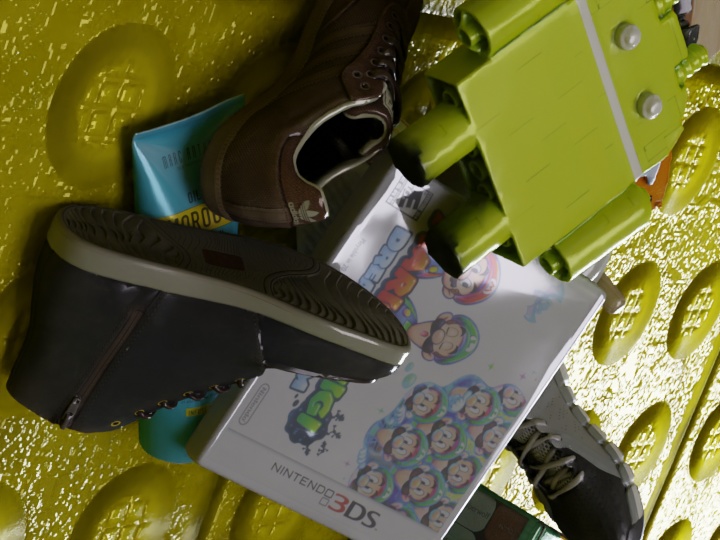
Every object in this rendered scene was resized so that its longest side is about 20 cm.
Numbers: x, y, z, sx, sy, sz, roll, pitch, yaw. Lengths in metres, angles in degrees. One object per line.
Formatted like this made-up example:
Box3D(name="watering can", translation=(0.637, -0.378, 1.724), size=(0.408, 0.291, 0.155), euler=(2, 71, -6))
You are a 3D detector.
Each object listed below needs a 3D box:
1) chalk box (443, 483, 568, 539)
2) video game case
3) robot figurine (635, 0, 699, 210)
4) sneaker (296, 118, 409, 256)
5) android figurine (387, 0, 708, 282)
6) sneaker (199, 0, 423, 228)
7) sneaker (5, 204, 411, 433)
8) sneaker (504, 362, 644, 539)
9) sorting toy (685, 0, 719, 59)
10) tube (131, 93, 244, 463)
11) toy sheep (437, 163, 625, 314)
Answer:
Box3D(name="chalk box", translation=(0.069, 0.210, 1.452), size=(0.124, 0.124, 0.200), euler=(-59, 148, -3))
Box3D(name="video game case", translation=(0.024, 0.056, 1.181), size=(0.182, 0.024, 0.201), euler=(30, 96, -36))
Box3D(name="robot figurine", translation=(0.162, -0.141, 1.309), size=(0.058, 0.145, 0.201), euler=(-12, 131, -12))
Box3D(name="sneaker", translation=(0.000, 0.000, 1.226), size=(0.079, 0.078, 0.201), euler=(-43, 153, -45))
Box3D(name="android figurine", translation=(0.109, -0.086, 1.135), size=(0.200, 0.041, 0.183), euler=(-34, 123, -20))
Box3D(name="sneaker", translation=(-0.004, -0.092, 1.125), size=(0.200, 0.075, 0.071), euler=(-55, 145, -31))
Box3D(name="sneaker", translation=(-0.080, 0.041, 1.090), size=(0.199, 0.075, 0.107), euler=(17, 114, -15))
Box3D(name="sneaker", translation=(0.101, 0.111, 1.383), size=(0.115, 0.201, 0.075), euler=(-1, 146, -45))
Box3D(name="sorting toy", translation=(0.241, -0.264, 1.366), size=(0.199, 0.069, 0.201), euler=(-41, 143, -38))
Box3D(name="tube", translation=(-0.094, 0.007, 1.132), size=(0.077, 0.050, 0.201), euler=(-28, 131, -45))
Box3D(name="toy sheep", translation=(0.097, -0.031, 1.290), size=(0.138, 0.138, 0.200), euler=(-49, 156, -19))
